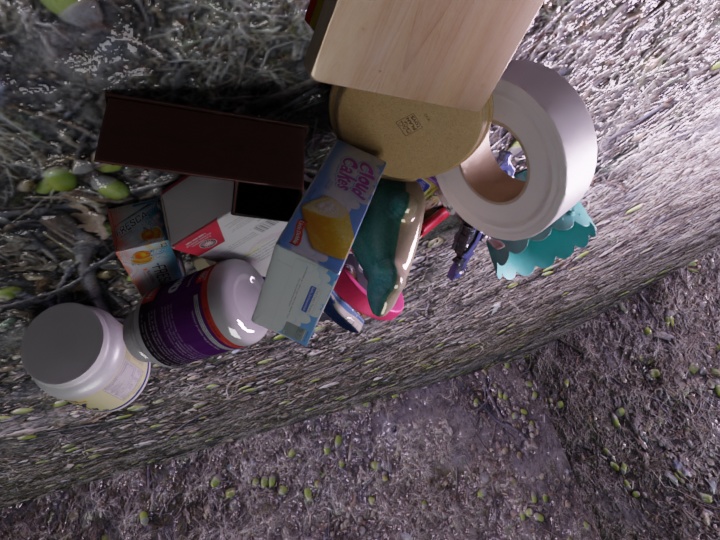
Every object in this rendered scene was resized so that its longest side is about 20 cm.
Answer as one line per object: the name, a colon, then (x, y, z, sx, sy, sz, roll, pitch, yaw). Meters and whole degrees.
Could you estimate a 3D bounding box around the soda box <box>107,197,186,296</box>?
soda box: (-0.284, -0.017, 0.784, 0.067, 0.065, 0.201, -14, 160, -14)

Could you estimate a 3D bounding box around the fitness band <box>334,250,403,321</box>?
fitness band: (0.000, 0.000, 0.851, 0.143, 0.201, 0.037, 36, 110, -30)

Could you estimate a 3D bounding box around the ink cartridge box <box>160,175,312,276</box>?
ink cartridge box: (-0.137, -0.073, 0.751, 0.146, 0.087, 0.199, -27, 160, 19)

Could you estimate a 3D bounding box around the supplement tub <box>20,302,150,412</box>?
supplement tub: (-0.439, 0.143, 0.924, 0.142, 0.147, 0.201, -16, 159, -8)

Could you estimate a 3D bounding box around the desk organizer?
desk organizer: (-0.155, -0.109, 0.573, 0.196, 0.079, 0.072, 6, 153, -14)

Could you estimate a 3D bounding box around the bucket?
bucket: (0.322, -0.089, 1.067, 0.203, 0.137, 0.208, -17, 160, -6)

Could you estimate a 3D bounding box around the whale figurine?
whale figurine: (0.022, -0.042, 0.743, 0.102, 0.203, 0.160, 16, 139, -9)

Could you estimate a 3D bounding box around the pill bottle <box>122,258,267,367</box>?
pill bottle: (-0.224, 0.063, 0.767, 0.197, 0.115, 0.112, -18, 162, 25)

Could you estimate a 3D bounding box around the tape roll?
tape roll: (0.177, -0.143, 0.692, 0.070, 0.204, 0.203, -32, 168, -31)

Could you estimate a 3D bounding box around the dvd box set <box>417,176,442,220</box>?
dvd box set: (0.078, -0.112, 0.884, 0.199, 0.030, 0.145, -40, 154, 19)

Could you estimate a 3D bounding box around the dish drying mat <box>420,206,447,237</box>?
dish drying mat: (0.123, -0.082, 0.948, 0.077, 0.018, 0.199, -42, 176, 40)

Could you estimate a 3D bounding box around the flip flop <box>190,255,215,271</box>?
flip flop: (-0.220, 0.014, 0.929, 0.080, 0.059, 0.201, -18, 159, -4)

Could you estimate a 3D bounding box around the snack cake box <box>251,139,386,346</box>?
snack cake box: (-0.041, -0.036, 0.612, 0.066, 0.202, 0.116, 23, 133, -2)

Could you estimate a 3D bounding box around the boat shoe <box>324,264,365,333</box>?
boat shoe: (-0.043, 0.025, 0.900, 0.071, 0.073, 0.201, 15, 158, 29)

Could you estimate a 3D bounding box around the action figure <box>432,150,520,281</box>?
action figure: (0.169, -0.089, 0.879, 0.192, 0.104, 0.203, 16, 104, -52)

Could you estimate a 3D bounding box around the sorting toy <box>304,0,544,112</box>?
sorting toy: (0.063, -0.250, 0.467, 0.196, 0.070, 0.202, -2, 135, -35)

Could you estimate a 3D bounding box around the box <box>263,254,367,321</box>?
box: (-0.066, 0.023, 1.026, 0.197, 0.108, 0.122, -6, 156, -34)

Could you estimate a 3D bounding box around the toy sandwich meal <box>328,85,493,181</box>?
toy sandwich meal: (0.055, -0.183, 0.646, 0.200, 0.071, 0.207, 4, 142, 3)
